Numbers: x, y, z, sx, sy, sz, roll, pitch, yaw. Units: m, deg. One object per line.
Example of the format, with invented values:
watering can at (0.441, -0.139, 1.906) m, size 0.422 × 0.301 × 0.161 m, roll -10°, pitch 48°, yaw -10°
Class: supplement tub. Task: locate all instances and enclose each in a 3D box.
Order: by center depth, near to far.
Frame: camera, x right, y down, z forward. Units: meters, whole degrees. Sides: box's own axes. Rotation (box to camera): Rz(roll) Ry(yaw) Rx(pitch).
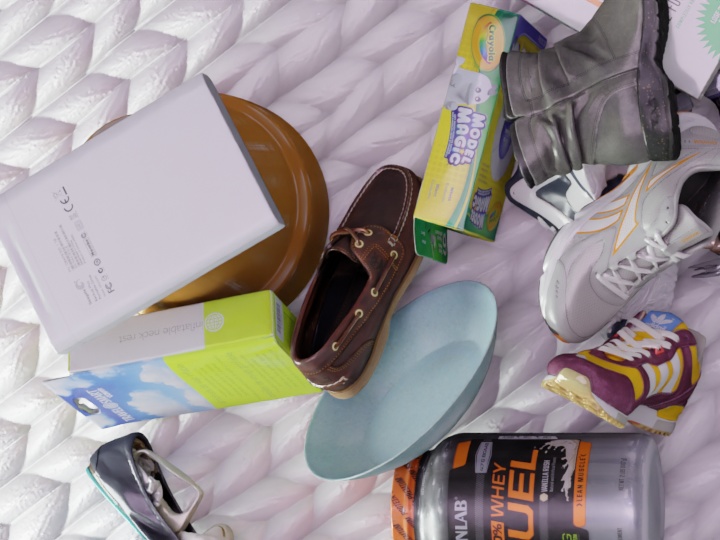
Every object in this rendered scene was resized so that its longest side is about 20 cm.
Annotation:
supplement tub at (0.130, 0.186, 1.684) m, size 0.200 × 0.123 × 0.123 m, roll -2°, pitch 86°, yaw 15°

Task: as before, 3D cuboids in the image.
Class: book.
book at (0.206, -0.236, 1.662) m, size 0.200 × 0.048 × 0.134 m, roll 30°, pitch 94°, yaw 11°

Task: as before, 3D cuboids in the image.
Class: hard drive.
hard drive at (-0.171, -0.042, 1.639) m, size 0.200 × 0.027 × 0.132 m, roll -30°, pitch 79°, yaw 12°

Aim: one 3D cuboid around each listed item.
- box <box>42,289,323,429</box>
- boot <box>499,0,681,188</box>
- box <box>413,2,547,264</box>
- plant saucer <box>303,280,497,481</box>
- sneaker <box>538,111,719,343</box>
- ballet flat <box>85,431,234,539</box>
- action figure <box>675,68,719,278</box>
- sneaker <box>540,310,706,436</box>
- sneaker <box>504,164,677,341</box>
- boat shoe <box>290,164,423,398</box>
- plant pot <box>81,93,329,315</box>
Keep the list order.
box at (-0.142, 0.075, 1.760) m, size 0.200 × 0.122 × 0.048 m, roll -11°, pitch 63°, yaw 16°
boot at (0.162, -0.165, 1.606) m, size 0.130 × 0.068 × 0.200 m, roll -6°, pitch 78°, yaw 15°
box at (0.092, -0.101, 1.717) m, size 0.048 × 0.117 × 0.200 m, roll 17°, pitch 91°, yaw 16°
plant saucer at (0.041, 0.095, 1.701) m, size 0.201 × 0.201 × 0.039 m, roll -43°, pitch 113°, yaw 8°
sneaker at (0.212, -0.025, 1.610) m, size 0.200 × 0.076 × 0.092 m, roll -55°, pitch 32°, yaw 2°
ballet flat at (-0.147, 0.214, 1.785) m, size 0.073 × 0.073 × 0.200 m, roll -40°, pitch 75°, yaw 9°
action figure at (0.290, -0.077, 1.691) m, size 0.130 × 0.069 × 0.200 m, roll -21°, pitch 85°, yaw 5°
sneaker at (0.202, 0.067, 1.635) m, size 0.075 × 0.200 × 0.090 m, roll 29°, pitch 95°, yaw 25°
sneaker at (0.176, -0.041, 1.719) m, size 0.079 × 0.130 × 0.199 m, roll -29°, pitch 118°, yaw -17°
boat shoe at (0.000, 0.000, 1.731) m, size 0.070 × 0.070 × 0.200 m, roll 0°, pitch 64°, yaw 38°
plant pot at (-0.145, -0.051, 1.741) m, size 0.200 × 0.183 × 0.200 m, roll -1°, pitch 86°, yaw 15°
